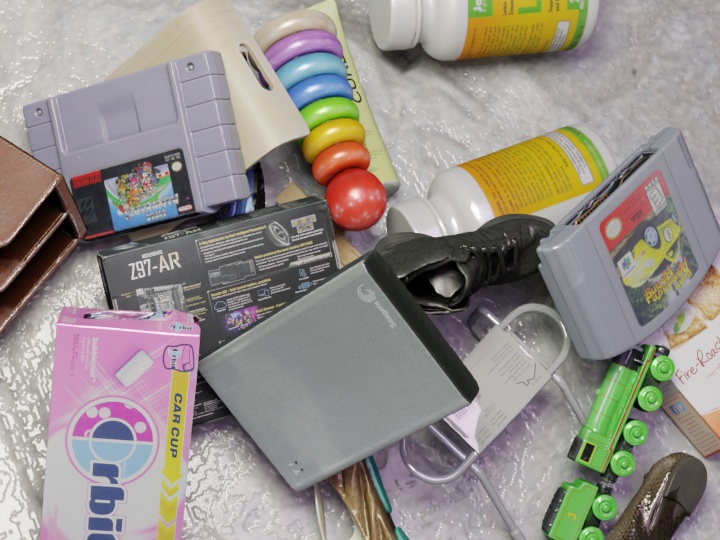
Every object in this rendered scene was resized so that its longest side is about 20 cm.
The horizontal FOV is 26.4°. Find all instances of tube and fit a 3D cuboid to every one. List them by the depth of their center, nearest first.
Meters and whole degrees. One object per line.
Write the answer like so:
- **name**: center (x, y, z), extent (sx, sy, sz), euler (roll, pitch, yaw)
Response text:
- **tube**: center (-0.024, -0.155, 1.423), extent (0.058, 0.052, 0.201), euler (-6, 67, -44)

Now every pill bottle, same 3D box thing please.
- **pill bottle**: center (0.128, -0.051, 1.384), extent (0.199, 0.111, 0.112), euler (-20, 77, -17)
- **pill bottle**: center (0.113, -0.257, 1.441), extent (0.198, 0.111, 0.112), euler (-7, 74, -14)

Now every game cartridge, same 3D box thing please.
- **game cartridge**: center (-0.192, -0.099, 1.297), extent (0.199, 0.038, 0.131), euler (-12, 87, 28)
- **game cartridge**: center (0.241, -0.018, 1.338), extent (0.200, 0.041, 0.134), euler (-41, 119, -31)

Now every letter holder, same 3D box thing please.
- **letter holder**: center (-0.353, -0.051, 1.267), extent (0.199, 0.101, 0.142), euler (31, 70, 16)

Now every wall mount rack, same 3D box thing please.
- **wall mount rack**: center (0.125, 0.134, 1.348), extent (0.174, 0.075, 0.200), euler (43, 70, 7)

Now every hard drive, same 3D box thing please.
- **hard drive**: center (-0.020, 0.083, 1.224), extent (0.140, 0.199, 0.033), euler (52, 36, -9)

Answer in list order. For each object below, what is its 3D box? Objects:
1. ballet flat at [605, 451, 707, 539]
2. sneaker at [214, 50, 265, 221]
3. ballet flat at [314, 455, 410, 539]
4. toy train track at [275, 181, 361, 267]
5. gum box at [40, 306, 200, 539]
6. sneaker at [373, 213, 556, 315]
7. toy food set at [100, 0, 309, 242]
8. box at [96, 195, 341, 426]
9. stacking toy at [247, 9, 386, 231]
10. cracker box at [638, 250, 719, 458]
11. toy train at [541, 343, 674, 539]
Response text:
- **ballet flat**: center (0.237, 0.243, 1.351), extent (0.067, 0.046, 0.201), euler (44, 72, -29)
- **sneaker**: center (-0.128, -0.096, 1.377), extent (0.078, 0.075, 0.202), euler (-7, 70, 3)
- **ballet flat**: center (0.006, 0.225, 1.300), extent (0.072, 0.068, 0.201), euler (-29, 78, 3)
- **toy train track**: center (0.000, 0.000, 1.372), extent (0.115, 0.033, 0.200), euler (-45, 74, 10)
- **gum box**: center (-0.193, 0.126, 1.238), extent (0.113, 0.066, 0.202), euler (5, 100, -8)
- **sneaker**: center (0.082, 0.002, 1.270), extent (0.198, 0.104, 0.060), euler (-7, 111, -8)
- **toy food set**: center (-0.154, -0.120, 1.328), extent (0.200, 0.060, 0.144), euler (-36, 80, 25)
- **box**: center (-0.109, 0.038, 1.306), extent (0.199, 0.044, 0.161), euler (-16, 102, -15)
- **stacking toy**: center (-0.031, -0.126, 1.347), extent (0.085, 0.086, 0.201), euler (-15, 68, -16)
- **cracker box**: center (0.306, 0.051, 1.417), extent (0.134, 0.058, 0.200), euler (-38, 82, -21)
- **toy train**: center (0.215, 0.152, 1.344), extent (0.056, 0.042, 0.201), euler (23, 87, -5)
